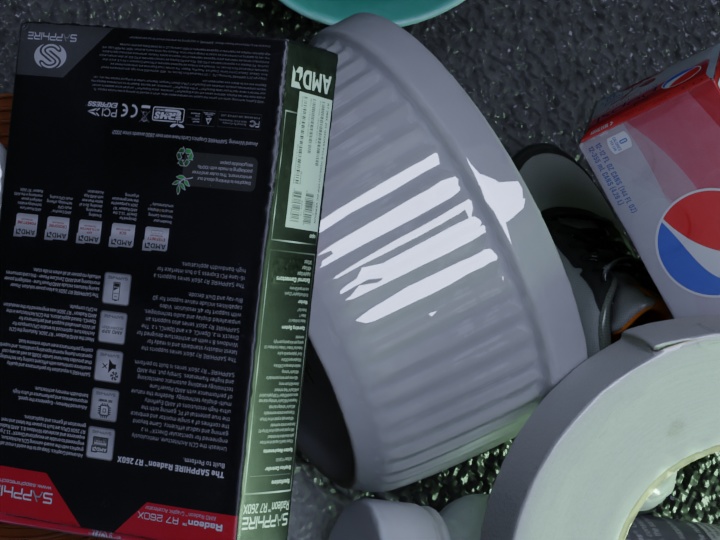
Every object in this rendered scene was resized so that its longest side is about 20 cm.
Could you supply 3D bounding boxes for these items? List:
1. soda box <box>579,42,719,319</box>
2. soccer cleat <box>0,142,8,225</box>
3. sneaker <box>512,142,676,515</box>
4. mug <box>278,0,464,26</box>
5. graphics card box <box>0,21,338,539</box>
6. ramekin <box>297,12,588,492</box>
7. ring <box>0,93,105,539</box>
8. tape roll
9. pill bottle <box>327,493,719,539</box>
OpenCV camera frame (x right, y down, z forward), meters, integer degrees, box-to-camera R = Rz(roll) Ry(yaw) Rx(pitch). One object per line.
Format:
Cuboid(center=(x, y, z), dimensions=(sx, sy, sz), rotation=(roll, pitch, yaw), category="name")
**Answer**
Cuboid(center=(0.173, 0.006, 1.055), dimensions=(0.070, 0.063, 0.200), rotation=(-26, 102, 20), category="soda box")
Cuboid(center=(-0.206, 0.030, 0.965), dimensions=(0.069, 0.085, 0.200), rotation=(39, 99, 14), category="soccer cleat")
Cuboid(center=(0.114, 0.014, 1.107), dimensions=(0.074, 0.079, 0.201), rotation=(4, 47, -23), category="sneaker")
Cuboid(center=(0.006, -0.215, 1.096), dimensions=(0.152, 0.114, 0.185), rotation=(23, 109, -25), category="mug")
Cuboid(center=(-0.082, 0.005, 0.941), dimensions=(0.051, 0.125, 0.201), rotation=(3, 92, -64), category="graphics card box")
Cuboid(center=(0.000, 0.000, 1.033), dimensions=(0.105, 0.200, 0.201), rotation=(-28, 89, -14), category="ramekin")
Cuboid(center=(-0.146, 0.025, 1.002), dimensions=(0.200, 0.019, 0.201), rotation=(-1, 88, 17), category="ring")
Cuboid(center=(0.147, 0.118, 0.999), dimensions=(0.202, 0.037, 0.204), rotation=(-3, 101, -17), category="tape roll")
Cuboid(center=(0.087, 0.160, 1.069), dimensions=(0.199, 0.113, 0.114), rotation=(10, 75, -18), category="pill bottle")
